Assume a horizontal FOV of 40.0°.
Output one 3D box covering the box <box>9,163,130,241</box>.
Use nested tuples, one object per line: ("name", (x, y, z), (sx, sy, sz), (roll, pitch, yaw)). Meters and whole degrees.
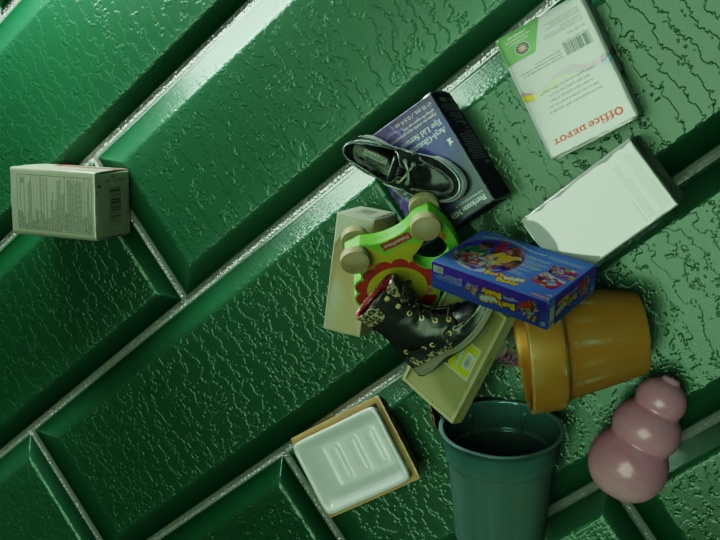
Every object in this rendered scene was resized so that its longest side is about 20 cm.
("box", (-0.547, -0.131, 1.869), (0.198, 0.109, 0.129), (6, 102, 22))

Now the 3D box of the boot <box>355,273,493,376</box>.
("boot", (0.098, 0.062, 1.505), (0.150, 0.073, 0.200), (38, 130, -11))

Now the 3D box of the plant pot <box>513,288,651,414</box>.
("plant pot", (0.334, 0.105, 1.497), (0.181, 0.200, 0.202), (-8, 97, 3))

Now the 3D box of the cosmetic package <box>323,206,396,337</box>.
("cosmetic package", (0.000, 0.000, 1.664), (0.070, 0.105, 0.202), (12, 106, 22))

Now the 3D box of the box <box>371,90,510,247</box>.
("box", (0.122, -0.162, 1.581), (0.147, 0.104, 0.201), (-34, 85, 24))

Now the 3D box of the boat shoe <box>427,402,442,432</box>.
("boat shoe", (0.139, 0.173, 1.650), (0.074, 0.075, 0.204), (-6, 97, 24))

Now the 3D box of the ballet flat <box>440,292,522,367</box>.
("ballet flat", (0.189, 0.085, 1.615), (0.069, 0.071, 0.200), (-43, 82, 22))

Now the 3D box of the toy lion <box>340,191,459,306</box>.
("toy lion", (0.070, -0.005, 1.551), (0.199, 0.069, 0.192), (-25, 128, 20))

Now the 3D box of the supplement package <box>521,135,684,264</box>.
("supplement package", (0.363, -0.093, 1.481), (0.200, 0.121, 0.120), (-39, 84, 23))

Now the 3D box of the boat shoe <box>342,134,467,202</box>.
("boat shoe", (0.065, -0.155, 1.512), (0.199, 0.068, 0.072), (27, 109, 16))

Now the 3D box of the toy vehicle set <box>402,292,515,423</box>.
("toy vehicle set", (0.153, 0.125, 1.568), (0.124, 0.026, 0.201), (40, 115, 36))

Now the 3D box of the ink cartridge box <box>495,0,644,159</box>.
("ink cartridge box", (0.316, -0.288, 1.486), (0.144, 0.084, 0.201), (-26, 88, 25))

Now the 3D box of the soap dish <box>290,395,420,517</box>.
("soap dish", (-0.005, 0.323, 1.735), (0.199, 0.081, 0.158), (-29, 87, 25))

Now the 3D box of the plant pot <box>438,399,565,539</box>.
("plant pot", (0.225, 0.339, 1.591), (0.198, 0.200, 0.198), (6, 110, 22))

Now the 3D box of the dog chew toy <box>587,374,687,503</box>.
("dog chew toy", (0.433, 0.253, 1.518), (0.124, 0.124, 0.201), (28, 102, 16))

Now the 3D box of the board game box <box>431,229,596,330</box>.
("board game box", (0.221, 0.009, 1.437), (0.199, 0.134, 0.045), (21, 126, 36))
